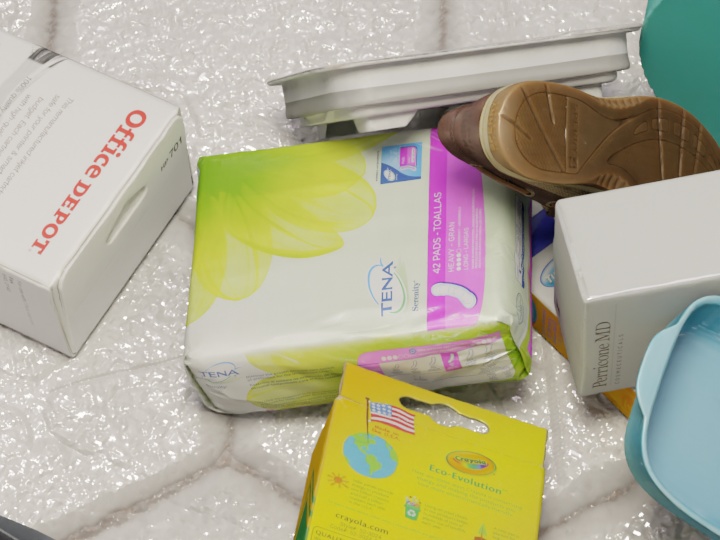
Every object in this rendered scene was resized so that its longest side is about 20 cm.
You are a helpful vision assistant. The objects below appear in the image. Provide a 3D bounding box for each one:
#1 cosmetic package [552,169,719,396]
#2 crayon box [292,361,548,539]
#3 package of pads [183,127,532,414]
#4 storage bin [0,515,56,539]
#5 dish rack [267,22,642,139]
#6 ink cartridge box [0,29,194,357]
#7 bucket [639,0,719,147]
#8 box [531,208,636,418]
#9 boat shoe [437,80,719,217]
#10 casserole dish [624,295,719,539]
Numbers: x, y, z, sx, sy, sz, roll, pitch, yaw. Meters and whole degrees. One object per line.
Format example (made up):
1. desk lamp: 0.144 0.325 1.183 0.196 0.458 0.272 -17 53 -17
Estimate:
1. cosmetic package: 0.209 -0.002 1.326 0.198 0.102 0.072 -11 56 -3
2. crayon box: 0.029 0.147 1.270 0.126 0.051 0.201 20 40 -5
3. package of pads: 0.000 0.000 1.386 0.198 0.068 0.156 -7 54 14
4. storage bin: -0.142 0.227 1.207 0.199 0.146 0.135 27 85 25
5. dish rack: 0.055 -0.109 1.425 0.198 0.172 0.044 -8 94 -15
6. ink cartridge box: -0.221 -0.059 1.444 0.199 0.086 0.147 25 61 17
7. bucket: 0.264 -0.163 1.422 0.206 0.208 0.135 15 58 13
8. box: 0.180 0.027 1.393 0.119 0.042 0.200 -34 58 -18
9. boat shoe: 0.126 -0.062 1.355 0.072 0.199 0.073 -5 79 48
10. casserole dish: 0.215 0.099 1.289 0.199 0.039 0.122 33 64 -23
